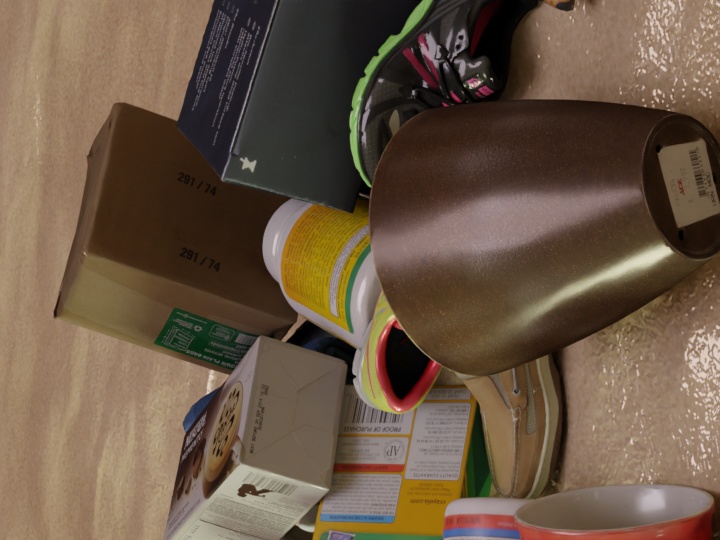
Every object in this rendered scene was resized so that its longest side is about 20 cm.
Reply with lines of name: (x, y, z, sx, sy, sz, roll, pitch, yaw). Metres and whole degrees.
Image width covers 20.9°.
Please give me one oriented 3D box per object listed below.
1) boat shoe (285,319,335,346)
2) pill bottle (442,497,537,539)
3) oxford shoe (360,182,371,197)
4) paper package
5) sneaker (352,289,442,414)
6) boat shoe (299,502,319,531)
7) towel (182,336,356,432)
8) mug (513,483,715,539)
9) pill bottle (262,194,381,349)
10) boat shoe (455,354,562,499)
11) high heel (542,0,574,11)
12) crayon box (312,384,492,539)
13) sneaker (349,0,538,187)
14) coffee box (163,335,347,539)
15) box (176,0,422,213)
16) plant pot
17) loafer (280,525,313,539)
boat shoe: (-0.048, 0.088, 1.728, 0.072, 0.067, 0.201, 66, 146, 32)
pill bottle: (0.106, 0.267, 1.378, 0.112, 0.111, 0.202, -21, 60, 60)
oxford shoe: (0.052, -0.075, 1.515, 0.199, 0.072, 0.072, -8, 86, 62)
paper package: (-0.153, -0.024, 1.721, 0.104, 0.198, 0.192, 125, 159, -48)
sneaker: (0.049, 0.015, 1.432, 0.090, 0.077, 0.202, -123, 44, -79)
boat shoe: (0.012, 0.177, 1.620, 0.200, 0.071, 0.069, -22, 61, 60)
towel: (-0.056, 0.112, 1.656, 0.199, 0.111, 0.049, -28, 46, 44)
mug: (0.184, 0.254, 1.263, 0.177, 0.132, 0.202, 5, 102, 63)
pill bottle: (0.000, 0.000, 1.582, 0.200, 0.112, 0.114, 26, 117, 58)
boat shoe: (0.102, 0.074, 1.440, 0.071, 0.075, 0.202, 12, 105, 59)
high heel: (0.071, -0.263, 1.379, 0.072, 0.141, 0.201, -51, 50, 43)
crayon box: (0.030, 0.189, 1.486, 0.125, 0.052, 0.202, -3, 64, 32)
sneaker: (0.060, -0.143, 1.441, 0.084, 0.076, 0.201, 39, 103, 39)
coffee box: (-0.086, 0.152, 1.571, 0.200, 0.079, 0.114, 130, 153, -55)
box: (-0.051, -0.173, 1.566, 0.200, 0.116, 0.199, -133, 59, -68)
plant pot: (0.139, -0.037, 1.281, 0.199, 0.186, 0.189, -14, 81, 46)
loafer: (-0.018, 0.272, 1.706, 0.199, 0.067, 0.077, 32, 123, 38)
